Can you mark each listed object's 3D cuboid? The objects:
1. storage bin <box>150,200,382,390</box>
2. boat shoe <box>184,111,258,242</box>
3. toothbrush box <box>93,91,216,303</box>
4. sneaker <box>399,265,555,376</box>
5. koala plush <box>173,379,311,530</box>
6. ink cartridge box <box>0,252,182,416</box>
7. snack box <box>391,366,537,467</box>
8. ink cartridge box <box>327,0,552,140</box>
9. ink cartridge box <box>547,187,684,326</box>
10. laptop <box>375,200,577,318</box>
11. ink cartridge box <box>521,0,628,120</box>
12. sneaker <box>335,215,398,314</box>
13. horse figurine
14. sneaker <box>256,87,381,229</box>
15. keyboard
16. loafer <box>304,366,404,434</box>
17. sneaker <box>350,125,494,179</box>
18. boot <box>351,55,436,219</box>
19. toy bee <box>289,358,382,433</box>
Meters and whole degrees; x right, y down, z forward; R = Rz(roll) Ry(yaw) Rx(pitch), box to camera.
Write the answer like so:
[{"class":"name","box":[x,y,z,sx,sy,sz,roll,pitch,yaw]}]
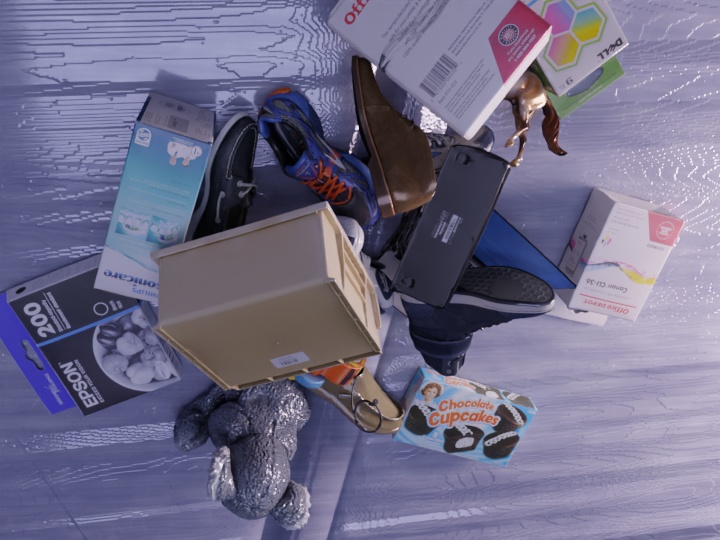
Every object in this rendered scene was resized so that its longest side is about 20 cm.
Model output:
[{"class":"storage bin","box":[-0.094,0.042,0.816,0.199,0.094,0.199,-16,147,10]},{"class":"boat shoe","box":[-0.156,-0.092,0.896,0.060,0.076,0.201,32,121,16]},{"class":"toothbrush box","box":[-0.234,-0.085,0.851,0.085,0.147,0.201,14,113,-16]},{"class":"sneaker","box":[0.155,0.070,0.962,0.201,0.077,0.147,4,126,25]},{"class":"koala plush","box":[-0.145,0.246,0.986,0.177,0.200,0.184,35,109,-23]},{"class":"ink cartridge box","box":[-0.368,0.094,0.970,0.199,0.043,0.199,-21,117,1]},{"class":"snack box","box":[0.157,0.227,1.129,0.199,0.037,0.117,17,110,-17]},{"class":"ink cartridge box","box":[0.086,-0.265,0.815,0.200,0.084,0.145,40,103,5]},{"class":"ink cartridge box","box":[0.351,-0.003,1.039,0.116,0.068,0.201,12,112,-15]},{"class":"laptop","box":[0.139,0.016,0.983,0.187,0.116,0.200,38,103,-23]},{"class":"ink cartridge box","box":[0.250,-0.283,0.893,0.104,0.059,0.200,-36,116,7]},{"class":"sneaker","box":[0.000,0.000,0.930,0.129,0.080,0.199,10,148,-17]},{"class":"horse figurine","box":[0.176,-0.216,0.902,0.200,0.050,0.133,31,72,-17]},{"class":"sneaker","box":[-0.055,-0.122,0.877,0.200,0.078,0.075,46,122,-7]},{"class":"keyboard","box":[0.097,-0.060,0.896,0.104,0.040,0.201,24,106,1]},{"class":"loafer","box":[-0.008,0.165,1.049,0.200,0.076,0.067,33,112,-22]},{"class":"sneaker","box":[0.071,-0.145,0.920,0.199,0.077,0.085,-23,113,1]},{"class":"boot","box":[0.035,-0.164,0.865,0.075,0.074,0.201,-16,79,4]},{"class":"toy bee","box":[-0.042,0.115,0.966,0.131,0.109,0.201,-29,91,29]}]
